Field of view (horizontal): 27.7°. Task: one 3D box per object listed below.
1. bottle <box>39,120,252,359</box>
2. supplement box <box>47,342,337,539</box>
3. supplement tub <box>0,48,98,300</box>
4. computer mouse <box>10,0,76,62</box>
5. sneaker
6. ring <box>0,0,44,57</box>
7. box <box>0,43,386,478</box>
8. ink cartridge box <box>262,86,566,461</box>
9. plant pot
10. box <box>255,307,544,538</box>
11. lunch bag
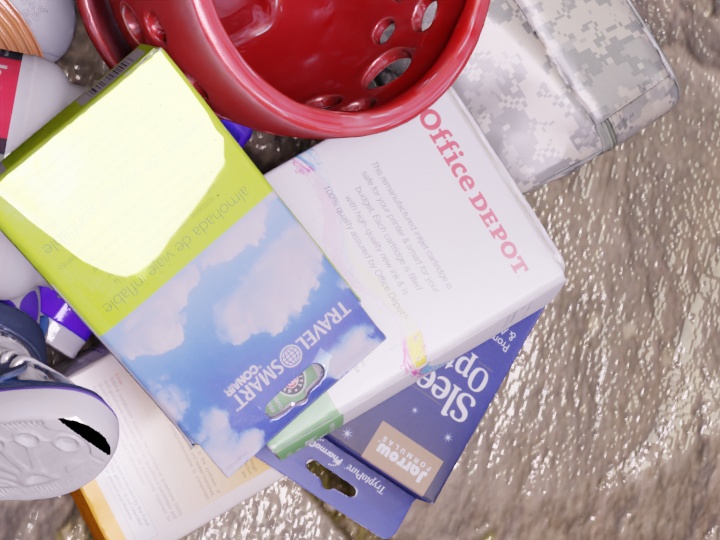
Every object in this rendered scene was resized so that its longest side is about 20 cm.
[{"bbox_3d":[-0.148,-0.040,0.930,0.083,0.065,0.200,33,80,-11],"label":"bottle"},{"bbox_3d":[-0.101,0.084,0.943,0.200,0.073,0.126,-28,100,-18],"label":"supplement box"},{"bbox_3d":[-0.241,-0.060,0.812,0.199,0.140,0.141,10,87,-14],"label":"supplement tub"},{"bbox_3d":[-0.272,-0.173,0.897,0.199,0.044,0.110,6,88,-19],"label":"computer mouse"},{"bbox_3d":[-0.198,0.052,0.817,0.081,0.200,0.147,44,44,-34],"label":"sneaker"},{"bbox_3d":[-0.287,-0.099,0.880,0.200,0.019,0.201,-5,109,-15],"label":"ring"},{"bbox_3d":[-0.092,-0.004,0.768,0.122,0.048,0.200,-41,111,-7],"label":"box"},{"bbox_3d":[0.000,0.000,0.868,0.200,0.088,0.146,-31,80,-5],"label":"ink cartridge box"},{"bbox_3d":[-0.053,-0.178,0.823,0.200,0.182,0.201,-6,101,-33],"label":"plant pot"},{"bbox_3d":[0.029,0.062,0.938,0.121,0.032,0.200,35,78,-18],"label":"box"},{"bbox_3d":[0.084,-0.144,0.973,0.168,0.139,0.200,-35,99,-7],"label":"lunch bag"}]
